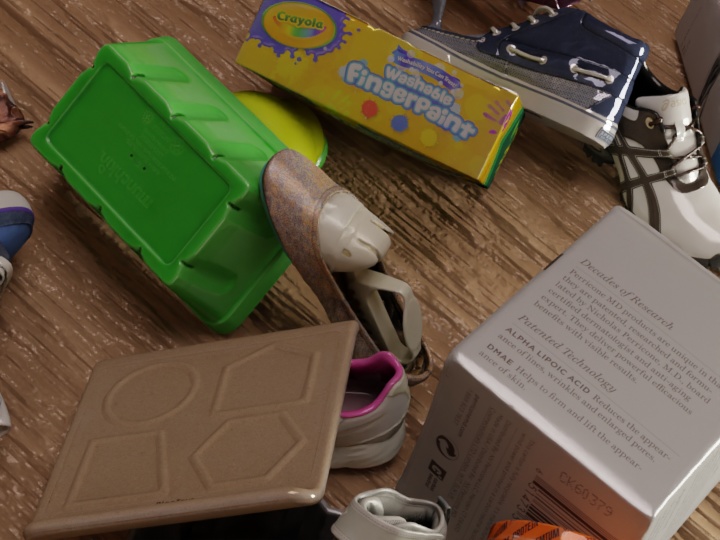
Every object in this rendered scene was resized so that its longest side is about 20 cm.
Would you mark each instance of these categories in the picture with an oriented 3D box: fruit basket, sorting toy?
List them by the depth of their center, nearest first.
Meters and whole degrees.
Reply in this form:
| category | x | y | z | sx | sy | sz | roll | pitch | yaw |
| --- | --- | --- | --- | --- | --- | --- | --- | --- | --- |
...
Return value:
| category | x | y | z | sx | sy | sz | roll | pitch | yaw |
| --- | --- | --- | --- | --- | --- | --- | --- | --- | --- |
| sorting toy | -0.098 | 0.102 | 1.112 | 0.184 | 0.037 | 0.200 | -9 | 27 | 14 |
| fruit basket | -0.110 | -0.070 | 1.307 | 0.215 | 0.156 | 0.216 | 39 | 10 | -8 |

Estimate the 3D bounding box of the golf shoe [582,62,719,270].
| category | x | y | z | sx | sy | sz | roll | pitch | yaw |
| --- | --- | --- | --- | --- | --- | --- | --- | --- | --- |
| golf shoe | 0.243 | -0.091 | 1.432 | 0.077 | 0.095 | 0.200 | -21 | 61 | -31 |

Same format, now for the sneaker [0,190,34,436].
| category | x | y | z | sx | sy | sz | roll | pitch | yaw |
| --- | --- | --- | --- | --- | --- | --- | --- | --- | --- |
| sneaker | -0.262 | 0.045 | 1.189 | 0.147 | 0.081 | 0.200 | 47 | 50 | 12 |

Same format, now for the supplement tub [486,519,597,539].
| category | x | y | z | sx | sy | sz | roll | pitch | yaw |
| --- | --- | --- | --- | --- | --- | --- | --- | --- | --- |
| supplement tub | 0.094 | 0.256 | 1.045 | 0.122 | 0.123 | 0.201 | 19 | 70 | 0 |

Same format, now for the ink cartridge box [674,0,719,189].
| category | x | y | z | sx | sy | sz | roll | pitch | yaw |
| --- | --- | --- | --- | --- | --- | --- | --- | --- | --- |
| ink cartridge box | 0.366 | -0.154 | 1.526 | 0.145 | 0.086 | 0.201 | 3 | 52 | -14 |

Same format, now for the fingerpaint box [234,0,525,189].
| category | x | y | z | sx | sy | sz | roll | pitch | yaw |
| --- | --- | --- | --- | --- | --- | --- | --- | --- | --- |
| fingerpaint box | 0.019 | -0.136 | 1.357 | 0.199 | 0.167 | 0.074 | 26 | 93 | 6 |

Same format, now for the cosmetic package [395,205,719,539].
| category | x | y | z | sx | sy | sz | roll | pitch | yaw |
| --- | --- | --- | --- | --- | --- | --- | --- | --- | --- |
| cosmetic package | 0.158 | 0.101 | 1.200 | 0.165 | 0.165 | 0.200 | 38 | 50 | 17 |

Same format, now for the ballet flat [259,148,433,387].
| category | x | y | z | sx | sy | sz | roll | pitch | yaw |
| --- | --- | --- | --- | --- | --- | --- | --- | --- | --- |
| ballet flat | 0.000 | 0.000 | 1.223 | 0.067 | 0.201 | 0.068 | 0 | 40 | 39 |

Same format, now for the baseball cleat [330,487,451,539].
| category | x | y | z | sx | sy | sz | roll | pitch | yaw |
| --- | --- | --- | --- | --- | --- | --- | --- | --- | --- |
| baseball cleat | -0.027 | 0.184 | 1.016 | 0.070 | 0.107 | 0.199 | 33 | 44 | 30 |

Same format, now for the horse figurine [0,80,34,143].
| category | x | y | z | sx | sy | sz | roll | pitch | yaw |
| --- | --- | --- | --- | --- | --- | --- | --- | --- | --- |
| horse figurine | -0.355 | -0.125 | 1.305 | 0.199 | 0.050 | 0.133 | -23 | 78 | -40 |

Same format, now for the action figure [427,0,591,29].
| category | x | y | z | sx | sy | sz | roll | pitch | yaw |
| --- | --- | --- | --- | --- | --- | --- | --- | --- | --- |
| action figure | 0.107 | -0.273 | 1.506 | 0.199 | 0.150 | 0.134 | 5 | 31 | 32 |

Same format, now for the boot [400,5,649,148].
| category | x | y | z | sx | sy | sz | roll | pitch | yaw |
| --- | --- | --- | --- | --- | --- | --- | --- | --- | --- |
| boot | 0.132 | -0.176 | 1.446 | 0.199 | 0.073 | 0.091 | 26 | 91 | 20 |

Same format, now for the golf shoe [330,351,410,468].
| category | x | y | z | sx | sy | sz | roll | pitch | yaw |
| --- | --- | --- | --- | --- | --- | --- | --- | --- | --- |
| golf shoe | -0.060 | 0.090 | 1.195 | 0.199 | 0.092 | 0.076 | -6 | 54 | -19 |

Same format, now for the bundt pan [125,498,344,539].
| category | x | y | z | sx | sy | sz | roll | pitch | yaw |
| --- | --- | --- | --- | --- | --- | --- | --- | --- | --- |
| bundt pan | -0.066 | 0.230 | 1.086 | 0.200 | 0.076 | 0.203 | 8 | 50 | -9 |
